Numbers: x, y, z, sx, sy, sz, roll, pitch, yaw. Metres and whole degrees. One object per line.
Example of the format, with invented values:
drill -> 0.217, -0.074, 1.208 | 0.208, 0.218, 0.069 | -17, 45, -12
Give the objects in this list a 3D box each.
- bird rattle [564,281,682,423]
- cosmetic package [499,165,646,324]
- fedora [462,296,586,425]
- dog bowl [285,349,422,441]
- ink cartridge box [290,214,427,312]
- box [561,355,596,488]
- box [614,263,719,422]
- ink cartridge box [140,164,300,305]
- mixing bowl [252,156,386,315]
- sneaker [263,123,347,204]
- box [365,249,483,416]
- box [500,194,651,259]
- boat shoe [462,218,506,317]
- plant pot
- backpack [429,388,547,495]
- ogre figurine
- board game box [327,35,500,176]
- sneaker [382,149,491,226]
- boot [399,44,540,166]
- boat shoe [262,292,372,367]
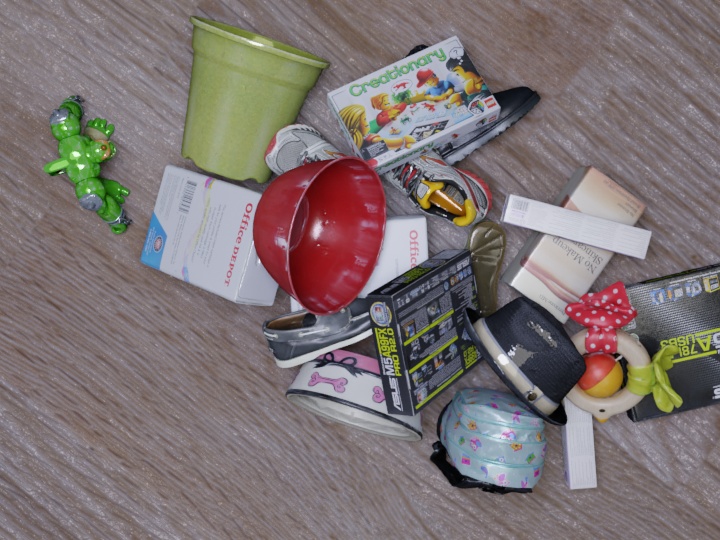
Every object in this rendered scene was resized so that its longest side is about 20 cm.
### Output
bird rattle -> 0.339, 0.125, 1.236 | 0.199, 0.113, 0.163 | 39, 115, -13
cosmetic package -> 0.299, -0.037, 1.291 | 0.103, 0.087, 0.201 | 33, 93, -2
fedora -> 0.226, 0.103, 1.189 | 0.091, 0.201, 0.201 | -42, 92, 13
dog bowl -> 0.000, 0.170, 1.262 | 0.198, 0.200, 0.075 | 17, 73, 0
ink cartridge box -> 0.000, 0.000, 1.291 | 0.197, 0.085, 0.147 | -4, 95, 0
box -> 0.312, 0.212, 1.320 | 0.041, 0.039, 0.203 | -6, 93, 1
box -> 0.466, 0.102, 1.316 | 0.197, 0.048, 0.196 | -12, 92, 2
ink cartridge box -> -0.194, -0.049, 1.254 | 0.199, 0.084, 0.146 | 20, 95, 36
mixing bowl -> -0.065, -0.055, 1.162 | 0.108, 0.199, 0.203 | 17, 94, 35
sneaker -> -0.043, -0.137, 1.243 | 0.199, 0.082, 0.078 | 19, 106, -39
box -> 0.092, 0.076, 1.200 | 0.044, 0.199, 0.162 | 1, 109, 37
box -> 0.288, -0.059, 1.226 | 0.197, 0.039, 0.042 | 14, 93, 1
boat shoe -> 0.161, 0.025, 1.318 | 0.072, 0.063, 0.203 | 10, 99, -4
plant pot -> -0.162, -0.227, 1.250 | 0.198, 0.201, 0.186 | 19, 105, 0
backpack -> 0.182, 0.231, 1.251 | 0.164, 0.200, 0.128 | 3, 93, 2
ogre figurine -> -0.385, -0.150, 1.280 | 0.097, 0.120, 0.203 | -2, 94, 1
board game box -> 0.070, -0.219, 1.215 | 0.198, 0.035, 0.127 | -26, 72, -9
sneaker -> 0.086, -0.129, 1.238 | 0.199, 0.082, 0.078 | 30, 118, 8
boot -> 0.132, -0.250, 1.287 | 0.199, 0.076, 0.169 | -33, 96, 9
boat shoe -> -0.033, 0.063, 1.209 | 0.198, 0.072, 0.068 | -21, 109, 6
